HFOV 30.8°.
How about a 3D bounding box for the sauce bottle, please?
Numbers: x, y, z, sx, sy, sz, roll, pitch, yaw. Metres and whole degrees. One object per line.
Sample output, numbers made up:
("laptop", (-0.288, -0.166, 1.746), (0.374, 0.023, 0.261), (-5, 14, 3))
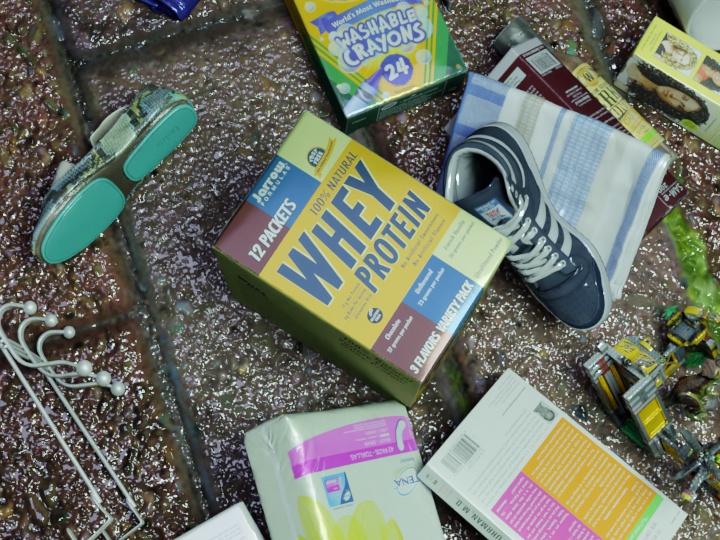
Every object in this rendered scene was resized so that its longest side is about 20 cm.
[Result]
("sauce bottle", (0.205, -0.155, 1.224), (0.200, 0.065, 0.065), (45, 78, 7))

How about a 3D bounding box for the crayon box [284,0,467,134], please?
("crayon box", (0.002, -0.245, 1.239), (0.125, 0.052, 0.201), (-23, 78, -9))

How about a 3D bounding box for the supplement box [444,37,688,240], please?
("supplement box", (0.185, -0.100, 1.183), (0.200, 0.109, 0.061), (48, 35, 8))

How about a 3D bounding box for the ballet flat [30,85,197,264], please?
("ballet flat", (-0.234, -0.091, 1.187), (0.074, 0.074, 0.200), (43, 76, 7))

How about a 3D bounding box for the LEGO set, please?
("LEGO set", (0.287, 0.098, 1.104), (0.153, 0.116, 0.200), (-36, 44, -2))

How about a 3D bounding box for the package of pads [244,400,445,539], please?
("package of pads", (-0.001, 0.213, 1.083), (0.154, 0.068, 0.201), (-1, 70, -50))

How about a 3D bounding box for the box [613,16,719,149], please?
("box", (0.341, -0.155, 1.229), (0.199, 0.075, 0.050), (31, 74, 5))

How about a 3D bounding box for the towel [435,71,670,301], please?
("towel", (0.162, -0.074, 1.155), (0.199, 0.024, 0.148), (27, 119, 20))

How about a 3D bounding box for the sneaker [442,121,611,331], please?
("sneaker", (0.137, -0.029, 1.103), (0.070, 0.108, 0.201), (-31, 88, 26))

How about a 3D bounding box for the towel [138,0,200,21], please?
("towel", (-0.176, -0.350, 1.258), (0.147, 0.050, 0.201), (35, 76, -2))

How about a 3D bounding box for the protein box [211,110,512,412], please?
("protein box", (0.000, 0.000, 1.097), (0.198, 0.200, 0.135), (33, 79, 6))

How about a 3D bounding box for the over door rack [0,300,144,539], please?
("over door rack", (-0.228, 0.126, 1.086), (0.066, 0.148, 0.201), (-23, 78, -3))

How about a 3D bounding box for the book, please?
("book", (0.164, 0.194, 1.121), (0.200, 0.048, 0.134), (41, 53, 8))

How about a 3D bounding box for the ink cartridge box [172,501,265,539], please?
("ink cartridge box", (-0.111, 0.315, 1.078), (0.146, 0.083, 0.201), (-28, 80, -9))

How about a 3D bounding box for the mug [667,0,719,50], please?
("mug", (0.338, -0.331, 1.207), (0.147, 0.200, 0.176), (-19, 69, 2))
